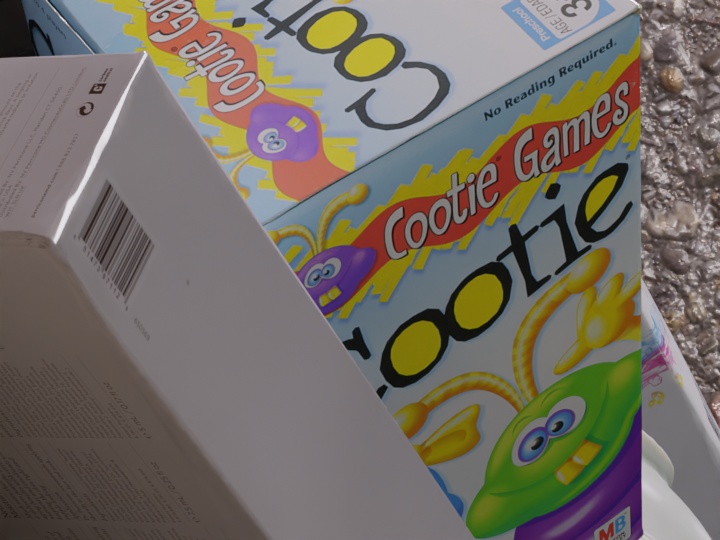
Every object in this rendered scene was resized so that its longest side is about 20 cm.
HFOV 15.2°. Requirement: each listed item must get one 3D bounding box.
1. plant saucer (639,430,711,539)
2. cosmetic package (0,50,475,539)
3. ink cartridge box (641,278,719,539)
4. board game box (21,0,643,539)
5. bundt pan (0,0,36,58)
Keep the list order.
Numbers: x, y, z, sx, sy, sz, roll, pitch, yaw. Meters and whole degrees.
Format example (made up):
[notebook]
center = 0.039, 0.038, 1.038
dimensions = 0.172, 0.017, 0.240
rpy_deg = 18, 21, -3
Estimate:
[plant saucer]
center = 0.048, 0.063, 0.902
dimensions = 0.199, 0.050, 0.200
rpy_deg = 28, -12, 7
[cosmetic package]
center = -0.038, 0.040, 0.556
dimensions = 0.200, 0.082, 0.051
rpy_deg = 58, 43, -41
[ink cartridge box]
center = 0.053, 0.044, 1.075
dimensions = 0.201, 0.144, 0.146
rpy_deg = 60, 7, -24
[board game box]
center = 0.000, 0.000, 0.656
dimensions = 0.105, 0.103, 0.201
rpy_deg = 49, -20, 34
[bundt pan]
center = -0.119, -0.124, 0.685
dimensions = 0.203, 0.075, 0.202
rpy_deg = 60, 5, -9
